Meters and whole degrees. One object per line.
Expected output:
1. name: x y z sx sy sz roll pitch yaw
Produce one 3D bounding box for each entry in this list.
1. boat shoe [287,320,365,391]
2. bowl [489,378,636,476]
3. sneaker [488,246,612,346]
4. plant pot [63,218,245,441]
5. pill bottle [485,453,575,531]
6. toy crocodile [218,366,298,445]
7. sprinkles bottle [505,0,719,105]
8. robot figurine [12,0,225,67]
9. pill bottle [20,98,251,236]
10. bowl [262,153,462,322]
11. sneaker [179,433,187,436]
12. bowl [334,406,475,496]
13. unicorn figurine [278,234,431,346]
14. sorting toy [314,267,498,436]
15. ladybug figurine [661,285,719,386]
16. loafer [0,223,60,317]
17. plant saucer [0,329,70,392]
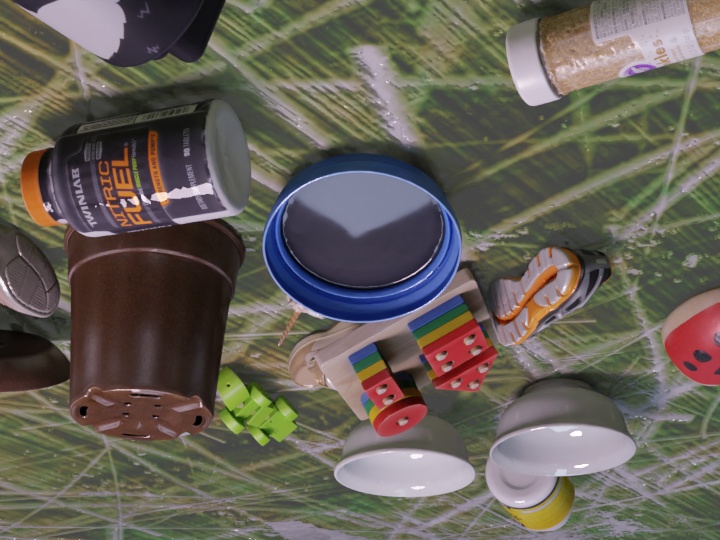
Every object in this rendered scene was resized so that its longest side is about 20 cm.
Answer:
1. boat shoe: -0.030 0.114 1.642 0.073 0.070 0.200 15 149 -27
2. bowl: 0.272 0.206 1.796 0.199 0.091 0.202 1 153 0
3. sneaker: 0.207 0.030 1.475 0.077 0.079 0.200 -7 165 -26
4. plant pot: -0.224 0.062 1.401 0.198 0.200 0.201 0 153 0
5. pill bottle: 0.266 0.332 2.019 0.111 0.113 0.200 -9 151 17
6. toy crocodile: -0.142 0.187 1.801 0.067 0.062 0.200 -43 149 4
7. sprinkles bottle: 0.217 -0.189 1.046 0.198 0.069 0.068 -14 150 25
8. robot figurine: -0.184 -0.220 0.925 0.150 0.126 0.199 -30 143 25
9. pill bottle: -0.208 -0.089 1.206 0.198 0.107 0.106 -8 152 16
10. bowl: 0.002 -0.032 1.323 0.198 0.040 0.202 1 132 1
11. sneaker: -0.237 0.163 1.729 0.117 0.074 0.200 -9 150 31
12. bowl: 0.062 0.246 1.861 0.199 0.091 0.202 0 154 0
13. unicorn figurine: 0.000 0.000 1.432 0.136 0.074 0.201 9 136 -15
14. sorting toy: 0.071 0.111 1.540 0.199 0.070 0.199 -30 152 1
15. ladybug figurine: 0.429 0.080 1.567 0.134 0.073 0.201 1 153 0
16. loafer: -0.397 -0.016 1.405 0.062 0.073 0.200 1 149 29
17. plant saucer: -0.441 0.102 1.576 0.198 0.037 0.200 6 -170 -1
